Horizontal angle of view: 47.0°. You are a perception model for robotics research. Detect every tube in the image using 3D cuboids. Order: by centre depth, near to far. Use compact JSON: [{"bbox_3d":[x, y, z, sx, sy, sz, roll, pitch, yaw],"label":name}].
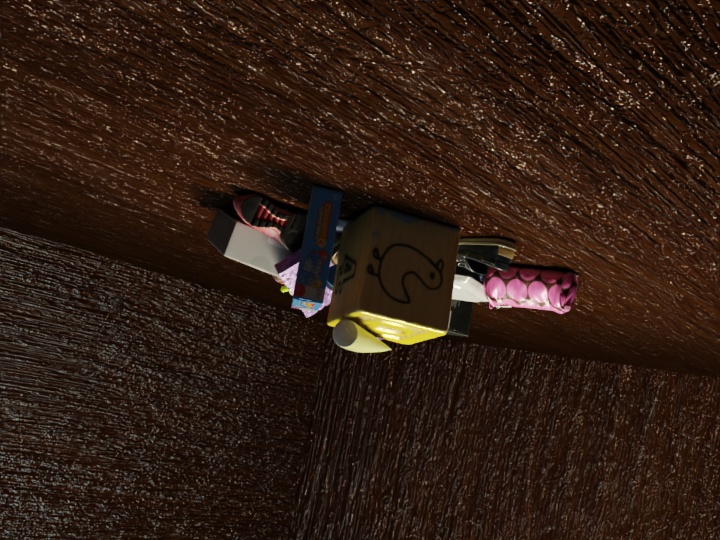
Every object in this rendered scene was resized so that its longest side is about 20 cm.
[{"bbox_3d":[0.001,0.137,1.592,0.058,0.052,0.200,46,-177,20],"label":"tube"}]

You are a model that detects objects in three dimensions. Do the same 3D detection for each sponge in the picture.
[{"bbox_3d":[-0.103,0.019,1.764,0.030,0.110,0.201,53,174,32],"label":"sponge"}]

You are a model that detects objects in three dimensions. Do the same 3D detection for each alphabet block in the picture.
[{"bbox_3d":[0.061,0.015,1.586,0.191,0.205,0.196,13,165,-16],"label":"alphabet block"}]

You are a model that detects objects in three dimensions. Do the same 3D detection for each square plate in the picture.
[{"bbox_3d":[0.190,0.036,1.873,0.194,0.029,0.199,7,168,29],"label":"square plate"}]

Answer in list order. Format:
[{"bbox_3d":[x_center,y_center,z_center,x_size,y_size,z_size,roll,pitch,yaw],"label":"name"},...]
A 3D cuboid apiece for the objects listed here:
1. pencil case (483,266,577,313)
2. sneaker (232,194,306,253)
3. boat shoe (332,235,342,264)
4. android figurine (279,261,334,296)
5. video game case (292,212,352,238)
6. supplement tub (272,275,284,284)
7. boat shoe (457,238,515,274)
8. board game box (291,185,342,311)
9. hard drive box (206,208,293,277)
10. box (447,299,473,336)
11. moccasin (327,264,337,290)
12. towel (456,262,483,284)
[{"bbox_3d":[0.366,0.043,1.785,0.196,0.096,0.090,4,170,39],"label":"pencil case"},{"bbox_3d":[-0.178,-0.104,1.690,0.199,0.075,0.086,33,176,-36],"label":"sneaker"},{"bbox_3d":[0.000,0.000,1.786,0.075,0.075,0.199,-40,141,16],"label":"boat shoe"},{"bbox_3d":[-0.085,0.007,1.845,0.195,0.042,0.184,-15,140,-7],"label":"android figurine"},{"bbox_3d":[-0.053,-0.082,1.794,0.178,0.024,0.200,9,171,20],"label":"video game case"},{"bbox_3d":[-0.159,-0.008,2.141,0.197,0.110,0.106,17,170,-35],"label":"supplement tub"},{"bbox_3d":[0.227,-0.026,1.634,0.073,0.064,0.198,14,173,-31],"label":"boat shoe"},{"bbox_3d":[-0.083,-0.034,1.530,0.054,0.206,0.196,10,173,-5],"label":"board game box"},{"bbox_3d":[-0.236,-0.059,1.801,0.153,0.078,0.199,22,-176,-25],"label":"hard drive box"},{"bbox_3d":[0.174,0.078,2.093,0.122,0.153,0.198,16,171,-39],"label":"box"},{"bbox_3d":[0.015,0.038,1.709,0.195,0.083,0.068,12,157,-16],"label":"moccasin"},{"bbox_3d":[0.186,-0.007,1.868,0.195,0.050,0.112,11,171,11],"label":"towel"}]
